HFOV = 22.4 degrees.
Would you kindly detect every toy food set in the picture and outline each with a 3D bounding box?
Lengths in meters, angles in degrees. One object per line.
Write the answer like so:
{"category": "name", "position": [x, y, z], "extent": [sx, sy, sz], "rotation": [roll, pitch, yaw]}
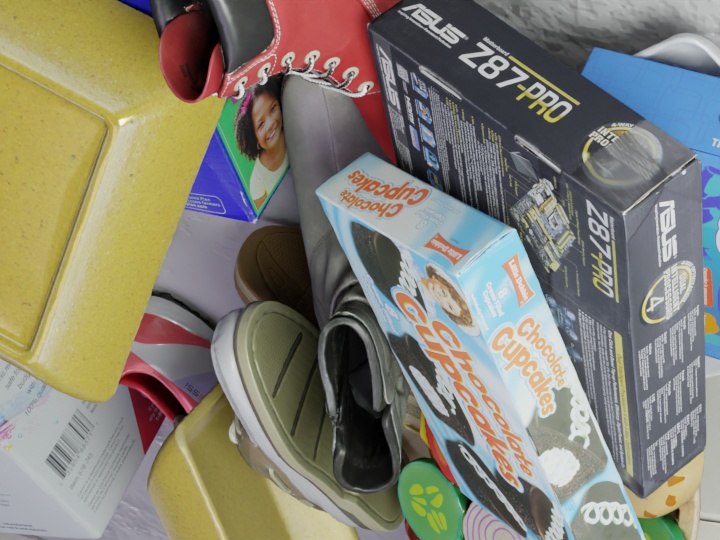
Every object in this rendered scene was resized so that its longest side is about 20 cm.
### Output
{"category": "toy food set", "position": [0.099, 0.101, 0.962], "extent": [0.199, 0.048, 0.200], "rotation": [27, 125, 38]}

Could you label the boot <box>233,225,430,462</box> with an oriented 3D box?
{"category": "boot", "position": [-0.006, 0.062, 1.110], "extent": [0.199, 0.073, 0.155], "rotation": [29, 150, -9]}

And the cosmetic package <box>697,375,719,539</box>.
{"category": "cosmetic package", "position": [0.229, 0.155, 1.031], "extent": [0.086, 0.104, 0.201], "rotation": [4, 140, 33]}

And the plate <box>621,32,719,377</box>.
{"category": "plate", "position": [0.156, -0.028, 0.887], "extent": [0.199, 0.033, 0.199], "rotation": [41, 147, -21]}

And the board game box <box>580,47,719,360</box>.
{"category": "board game box", "position": [0.190, -0.011, 0.809], "extent": [0.198, 0.045, 0.153], "rotation": [18, 147, 19]}

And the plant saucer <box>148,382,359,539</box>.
{"category": "plant saucer", "position": [-0.061, 0.162, 1.106], "extent": [0.048, 0.200, 0.202], "rotation": [-21, 98, 16]}

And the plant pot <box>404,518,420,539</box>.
{"category": "plant pot", "position": [0.107, 0.268, 1.161], "extent": [0.198, 0.197, 0.201], "rotation": [10, 153, 5]}

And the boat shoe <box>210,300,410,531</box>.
{"category": "boat shoe", "position": [-0.040, 0.088, 1.028], "extent": [0.068, 0.075, 0.201], "rotation": [2, 144, 30]}

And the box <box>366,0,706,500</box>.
{"category": "box", "position": [0.081, -0.011, 0.806], "extent": [0.161, 0.049, 0.201], "rotation": [43, 159, 37]}

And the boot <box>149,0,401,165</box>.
{"category": "boot", "position": [-0.024, -0.091, 0.810], "extent": [0.072, 0.145, 0.201], "rotation": [10, 141, 37]}

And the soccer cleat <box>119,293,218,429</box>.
{"category": "soccer cleat", "position": [-0.082, 0.097, 1.215], "extent": [0.199, 0.074, 0.068], "rotation": [35, 148, -10]}

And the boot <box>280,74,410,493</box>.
{"category": "boot", "position": [0.000, 0.000, 0.910], "extent": [0.067, 0.131, 0.202], "rotation": [-8, 116, 8]}

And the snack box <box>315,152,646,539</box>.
{"category": "snack box", "position": [0.057, 0.048, 0.835], "extent": [0.116, 0.037, 0.201], "rotation": [31, 153, 52]}

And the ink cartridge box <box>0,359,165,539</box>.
{"category": "ink cartridge box", "position": [-0.246, 0.062, 1.224], "extent": [0.144, 0.146, 0.201], "rotation": [-2, 138, 39]}

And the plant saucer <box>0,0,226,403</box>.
{"category": "plant saucer", "position": [-0.184, -0.050, 0.862], "extent": [0.198, 0.048, 0.201], "rotation": [27, 116, 6]}

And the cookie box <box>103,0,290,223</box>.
{"category": "cookie box", "position": [-0.135, -0.128, 0.925], "extent": [0.170, 0.076, 0.201], "rotation": [12, 146, 27]}
